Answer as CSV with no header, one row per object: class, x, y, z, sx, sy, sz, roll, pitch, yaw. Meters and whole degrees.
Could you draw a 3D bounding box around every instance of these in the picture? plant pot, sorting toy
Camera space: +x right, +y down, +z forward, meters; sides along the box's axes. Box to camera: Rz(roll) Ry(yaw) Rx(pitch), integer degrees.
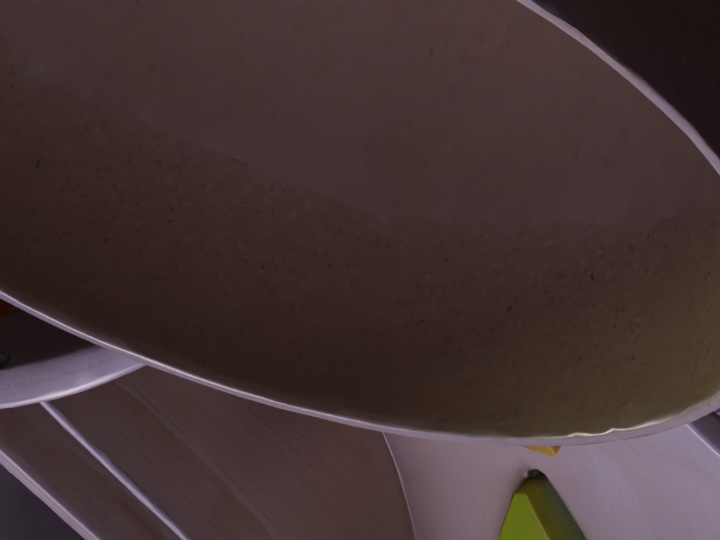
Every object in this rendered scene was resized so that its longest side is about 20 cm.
plant pot,-0.005,-0.074,0.533,0.200,0.135,0.200,16,156,7
sorting toy,0.030,0.043,0.679,0.180,0.107,0.200,-2,141,42

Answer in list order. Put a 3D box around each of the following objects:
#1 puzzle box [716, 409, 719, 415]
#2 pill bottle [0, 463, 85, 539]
puzzle box,0.108,0.007,0.753,0.133,0.025,0.200,7,153,27
pill bottle,-0.140,0.074,0.773,0.200,0.115,0.114,-12,142,35
